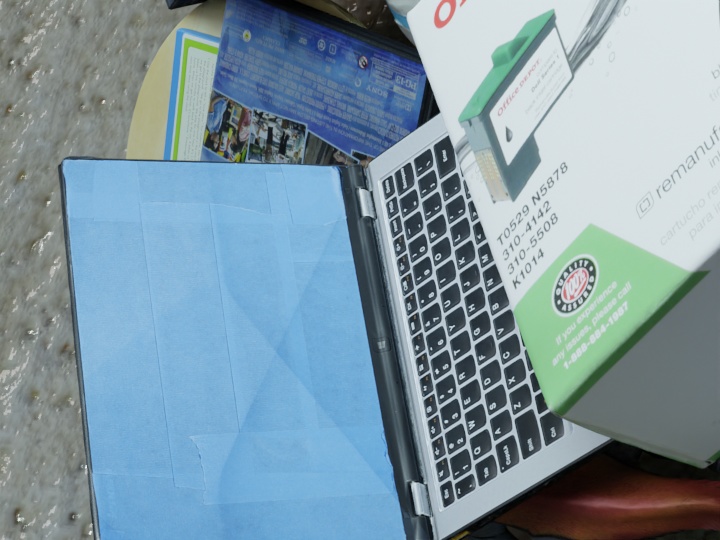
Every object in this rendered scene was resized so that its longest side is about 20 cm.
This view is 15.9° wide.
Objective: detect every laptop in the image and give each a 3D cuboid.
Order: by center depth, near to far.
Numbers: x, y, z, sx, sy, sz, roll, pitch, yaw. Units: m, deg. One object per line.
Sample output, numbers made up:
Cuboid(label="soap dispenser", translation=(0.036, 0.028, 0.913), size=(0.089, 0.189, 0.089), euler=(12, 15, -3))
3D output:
Cuboid(label="laptop", translation=(0.000, 0.000, 0.982), size=(0.200, 0.116, 0.188), euler=(-34, 48, 29))

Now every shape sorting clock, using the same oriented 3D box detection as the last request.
Cuboid(label="shape sorting clock", translation=(-0.041, -0.037, 1.234), size=(0.200, 0.039, 0.200), euler=(7, 99, 46))

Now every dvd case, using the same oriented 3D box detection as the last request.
Cuboid(label="dvd case", translation=(-0.026, -0.017, 1.179), size=(0.143, 0.018, 0.200), euler=(26, 112, 41))

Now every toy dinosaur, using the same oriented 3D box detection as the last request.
Cuboid(label="toy dinosaur", translation=(0.069, 0.069, 1.006), size=(0.181, 0.200, 0.105), euler=(8, 79, 3))

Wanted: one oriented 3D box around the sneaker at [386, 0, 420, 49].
Cuboid(label="sneaker", translation=(0.093, -0.136, 1.083), size=(0.200, 0.081, 0.077), euler=(-24, 31, 37))

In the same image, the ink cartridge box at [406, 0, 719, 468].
Cuboid(label="ink cartridge box", translation=(0.108, -0.059, 0.885), size=(0.146, 0.084, 0.200), euler=(-48, 41, 29))

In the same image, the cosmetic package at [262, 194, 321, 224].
Cuboid(label="cosmetic package", translation=(-0.041, 0.064, 1.132), size=(0.105, 0.071, 0.200), euler=(3, 95, 49))

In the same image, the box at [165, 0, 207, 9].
Cuboid(label="box", translation=(-0.007, -0.176, 1.190), size=(0.200, 0.157, 0.051), euler=(159, 98, -77))
